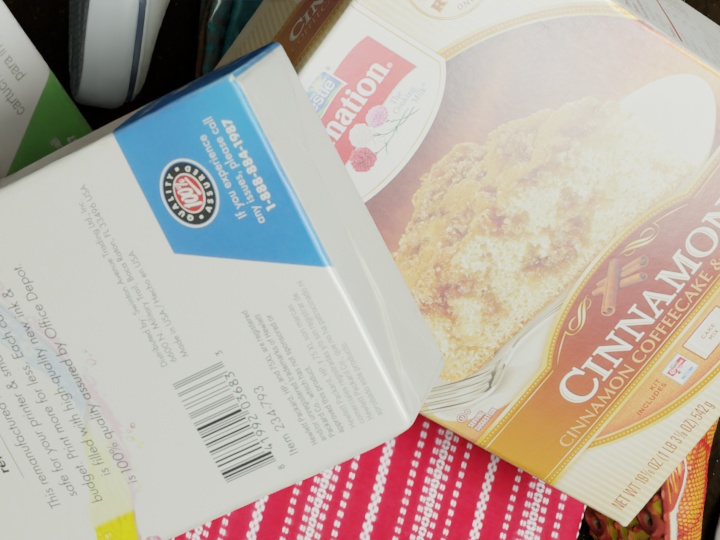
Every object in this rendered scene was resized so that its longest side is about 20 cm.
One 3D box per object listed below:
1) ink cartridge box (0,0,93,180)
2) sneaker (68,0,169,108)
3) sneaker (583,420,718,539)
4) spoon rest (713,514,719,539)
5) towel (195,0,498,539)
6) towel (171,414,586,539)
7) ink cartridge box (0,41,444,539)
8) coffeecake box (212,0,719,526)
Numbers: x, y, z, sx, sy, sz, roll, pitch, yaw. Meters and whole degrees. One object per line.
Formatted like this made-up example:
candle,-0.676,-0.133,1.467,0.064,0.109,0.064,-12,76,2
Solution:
ink cartridge box,-0.195,-0.016,0.765,0.200,0.084,0.145,-43,137,-10
sneaker,-0.057,-0.153,0.828,0.071,0.073,0.201,12,93,-14
sneaker,0.129,0.040,0.944,0.077,0.073,0.201,-8,105,-31
spoon rest,0.195,0.174,1.009,0.099,0.061,0.201,4,85,-24
towel,0.000,0.000,0.863,0.146,0.022,0.201,13,71,-28
towel,-0.004,0.073,0.820,0.200,0.022,0.145,29,66,-23
ink cartridge box,-0.090,0.028,0.703,0.199,0.067,0.117,-25,99,16
coffeecake box,0.052,-0.029,0.772,0.200,0.073,0.154,30,110,-23
